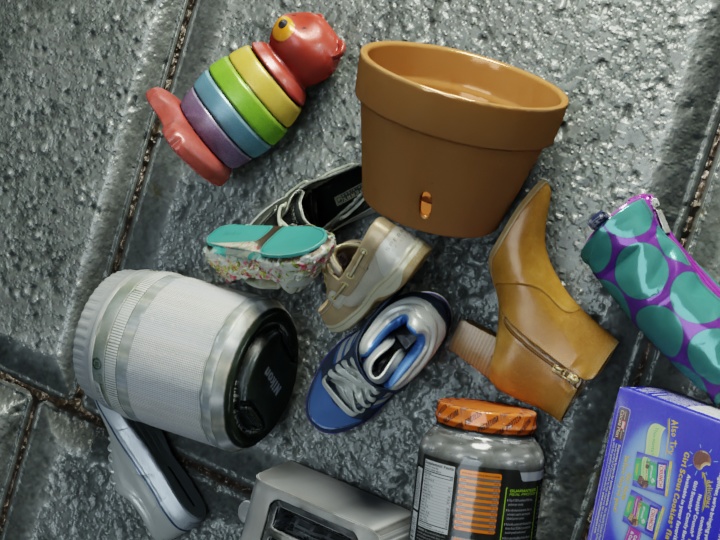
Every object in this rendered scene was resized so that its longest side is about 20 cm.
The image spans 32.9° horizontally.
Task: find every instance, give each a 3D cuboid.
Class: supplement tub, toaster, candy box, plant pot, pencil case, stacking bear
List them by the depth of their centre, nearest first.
[{"bbox_3d":[0.306,0.209,1.055,0.199,0.077,0.170,20,102,47],"label":"candy box"},{"bbox_3d":[0.289,0.022,1.106,0.200,0.085,0.093,50,124,17],"label":"pencil case"},{"bbox_3d":[0.083,-0.121,1.155,0.199,0.200,0.141,22,114,23],"label":"plant pot"},{"bbox_3d":[0.109,0.228,1.159,0.122,0.122,0.202,8,91,24],"label":"supplement tub"},{"bbox_3d":[-0.037,0.312,1.222,0.199,0.119,0.182,19,97,24],"label":"toaster"},{"bbox_3d":[-0.107,-0.192,1.277,0.200,0.114,0.122,-39,44,7],"label":"stacking bear"}]

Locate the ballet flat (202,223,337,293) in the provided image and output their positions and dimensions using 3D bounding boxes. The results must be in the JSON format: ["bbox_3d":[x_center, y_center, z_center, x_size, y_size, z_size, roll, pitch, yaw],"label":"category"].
[{"bbox_3d":[-0.082,-0.010,1.218,0.199,0.076,0.064,8,129,52],"label":"ballet flat"}]

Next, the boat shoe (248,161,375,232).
[{"bbox_3d":[-0.059,-0.059,1.273,0.199,0.064,0.071,-31,76,21],"label":"boat shoe"}]

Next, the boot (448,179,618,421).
[{"bbox_3d":[0.185,0.030,1.168,0.143,0.071,0.202,28,103,16],"label":"boot"}]

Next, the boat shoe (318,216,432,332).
[{"bbox_3d":[0.000,0.000,1.195,0.069,0.074,0.200,43,147,-4],"label":"boat shoe"}]

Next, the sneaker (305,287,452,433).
[{"bbox_3d":[0.004,0.097,1.191,0.200,0.146,0.081,-43,85,15],"label":"sneaker"}]

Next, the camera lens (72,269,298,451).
[{"bbox_3d":[-0.176,0.090,1.268,0.199,0.160,0.161,13,94,23],"label":"camera lens"}]

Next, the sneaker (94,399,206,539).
[{"bbox_3d":[-0.251,0.209,1.346,0.071,0.073,0.201,-36,75,15],"label":"sneaker"}]
